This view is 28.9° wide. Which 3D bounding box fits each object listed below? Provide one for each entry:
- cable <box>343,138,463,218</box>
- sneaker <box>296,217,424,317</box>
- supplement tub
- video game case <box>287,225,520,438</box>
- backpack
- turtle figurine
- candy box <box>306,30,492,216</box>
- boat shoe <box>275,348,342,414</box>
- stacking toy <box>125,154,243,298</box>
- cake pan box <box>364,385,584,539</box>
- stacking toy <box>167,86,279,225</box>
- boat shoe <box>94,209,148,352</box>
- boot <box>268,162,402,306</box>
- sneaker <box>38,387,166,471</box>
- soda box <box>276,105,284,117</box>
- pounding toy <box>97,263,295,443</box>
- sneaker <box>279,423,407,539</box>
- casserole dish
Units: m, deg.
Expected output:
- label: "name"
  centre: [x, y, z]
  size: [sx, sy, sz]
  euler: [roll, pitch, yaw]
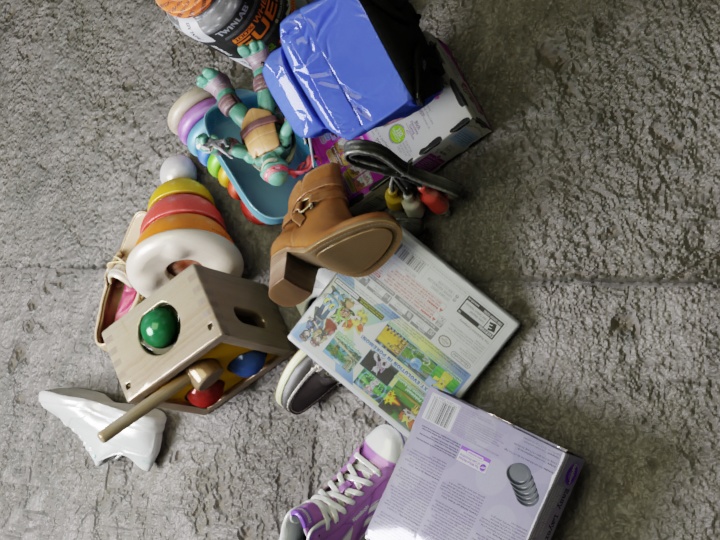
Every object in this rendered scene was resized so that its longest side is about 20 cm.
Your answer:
- label: "cable"
  centre: [0.050, -0.097, 1.566]
  size: [0.097, 0.200, 0.051]
  euler: [5, 81, 23]
- label: "sneaker"
  centre: [0.000, 0.000, 1.653]
  size: [0.200, 0.074, 0.089]
  euler: [-25, 72, 32]
- label: "supplement tub"
  centre: [-0.161, -0.333, 1.740]
  size: [0.122, 0.200, 0.123]
  euler: [-7, 77, 30]
- label: "video game case"
  centre: [0.048, 0.068, 1.583]
  size: [0.200, 0.022, 0.182]
  euler: [39, 97, 6]
- label: "backpack"
  centre: [-0.006, -0.233, 1.545]
  size: [0.167, 0.200, 0.163]
  euler: [-22, 96, 22]
- label: "turtle figurine"
  centre: [-0.123, -0.170, 1.661]
  size: [0.149, 0.101, 0.200]
  euler: [-22, 60, -1]
- label: "candy box"
  centre: [0.040, -0.170, 1.666]
  size: [0.200, 0.061, 0.137]
  euler: [-35, 64, 21]
- label: "boat shoe"
  centre: [-0.020, 0.101, 1.637]
  size: [0.200, 0.073, 0.065]
  euler: [-49, 55, 13]
- label: "stacking toy"
  centre: [-0.226, -0.067, 1.789]
  size: [0.146, 0.146, 0.200]
  euler: [-27, 48, 24]
- label: "cake pan box"
  centre: [0.116, 0.242, 1.491]
  size: [0.200, 0.052, 0.185]
  euler: [22, 86, 38]
- label: "stacking toy"
  centre: [-0.161, -0.141, 1.776]
  size: [0.085, 0.085, 0.200]
  euler: [-44, 67, 16]
- label: "boat shoe"
  centre: [-0.300, 0.014, 1.826]
  size: [0.074, 0.069, 0.201]
  euler: [6, 83, 32]
- label: "boot"
  centre: [-0.026, -0.058, 1.582]
  size: [0.200, 0.077, 0.156]
  euler: [-35, 35, 42]
- label: "sneaker"
  centre: [-0.344, 0.207, 1.816]
  size: [0.199, 0.075, 0.089]
  euler: [13, 98, 31]
- label: "soda box"
  centre: [-0.040, -0.272, 1.697]
  size: [0.200, 0.071, 0.063]
  euler: [-51, 60, 33]
- label: "pounding toy"
  centre: [-0.208, 0.108, 1.674]
  size: [0.184, 0.200, 0.142]
  euler: [-35, 64, 20]
- label: "sneaker"
  centre: [-0.020, 0.260, 1.580]
  size: [0.073, 0.114, 0.201]
  euler: [32, 95, 33]
- label: "casserole dish"
  centre: [-0.116, -0.135, 1.726]
  size: [0.200, 0.121, 0.039]
  euler: [57, 151, 18]
